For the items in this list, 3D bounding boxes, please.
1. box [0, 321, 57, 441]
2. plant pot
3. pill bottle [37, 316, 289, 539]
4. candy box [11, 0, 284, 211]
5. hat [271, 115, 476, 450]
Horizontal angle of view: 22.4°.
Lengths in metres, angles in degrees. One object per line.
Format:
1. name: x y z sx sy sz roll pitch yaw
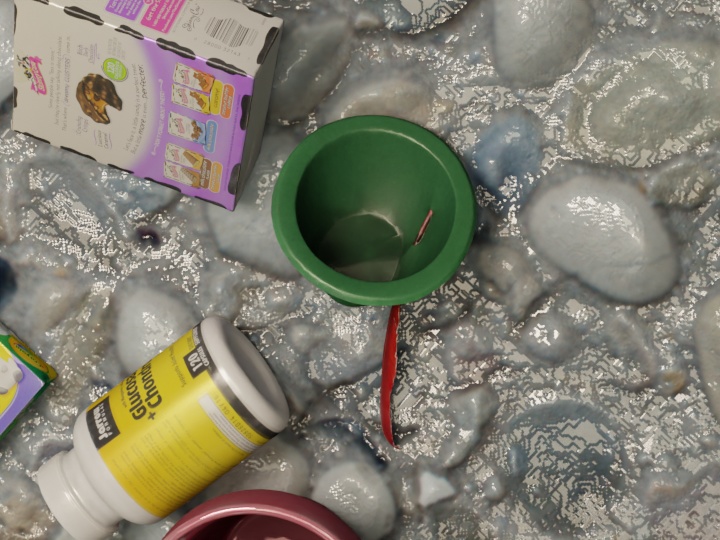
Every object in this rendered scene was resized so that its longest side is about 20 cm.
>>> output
1. box: -0.369 0.065 1.541 0.200 0.048 0.118 42 99 1
2. plant pot: -0.071 0.264 1.468 0.198 0.179 0.202 1 97 6
3. pill bottle: -0.165 0.137 1.496 0.199 0.112 0.112 -37 92 8
4. candy box: -0.172 -0.154 1.435 0.198 0.072 0.168 21 143 3
5. hat: 0.000 0.000 1.511 0.164 0.177 0.201 20 61 5
